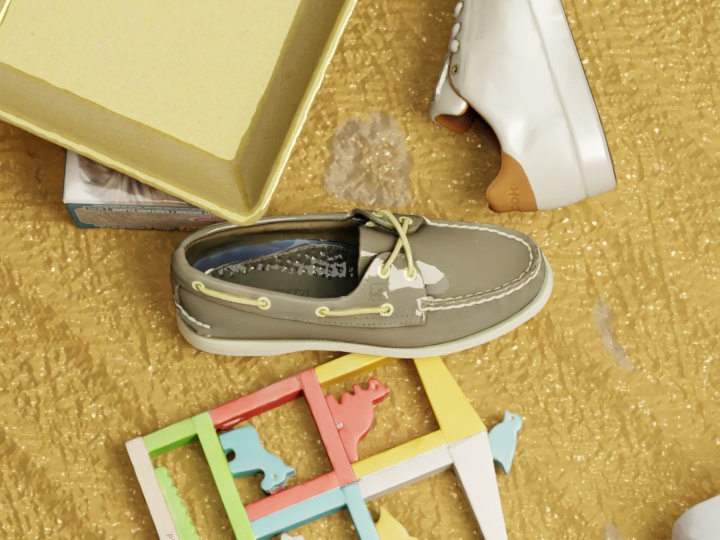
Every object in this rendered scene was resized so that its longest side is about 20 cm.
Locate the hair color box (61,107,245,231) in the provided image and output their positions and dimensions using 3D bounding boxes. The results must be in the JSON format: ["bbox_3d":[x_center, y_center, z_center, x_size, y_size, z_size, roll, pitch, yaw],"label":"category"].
[{"bbox_3d":[-0.102,-0.124,1.499,0.099,0.061,0.201,2,78,3],"label":"hair color box"}]

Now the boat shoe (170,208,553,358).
[{"bbox_3d":[0.000,0.003,1.454,0.201,0.060,0.072,-4,55,3],"label":"boat shoe"}]

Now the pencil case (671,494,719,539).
[{"bbox_3d":[0.225,0.198,1.389,0.083,0.091,0.201,-25,67,12],"label":"pencil case"}]

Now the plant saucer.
[{"bbox_3d":[-0.103,-0.149,1.436,0.199,0.048,0.201,24,88,3],"label":"plant saucer"}]

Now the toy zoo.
[{"bbox_3d":[-0.008,0.115,1.461,0.199,0.020,0.132,-22,77,-4],"label":"toy zoo"}]

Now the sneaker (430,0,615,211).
[{"bbox_3d":[0.067,-0.126,1.480,0.084,0.073,0.201,-18,73,5],"label":"sneaker"}]
